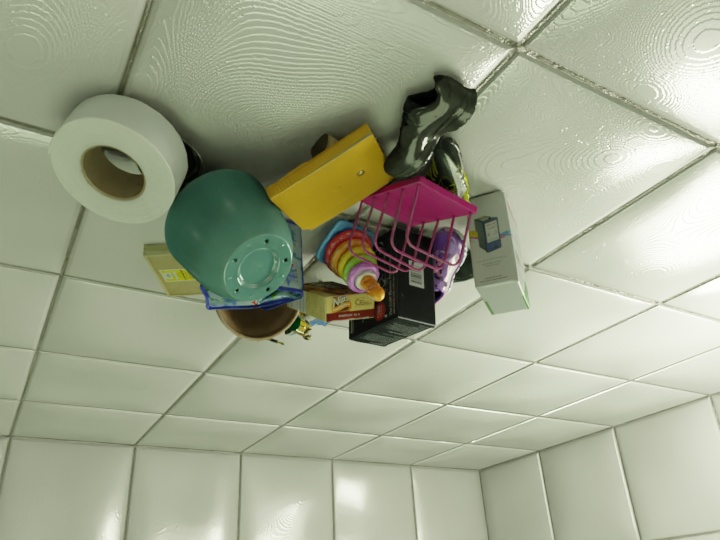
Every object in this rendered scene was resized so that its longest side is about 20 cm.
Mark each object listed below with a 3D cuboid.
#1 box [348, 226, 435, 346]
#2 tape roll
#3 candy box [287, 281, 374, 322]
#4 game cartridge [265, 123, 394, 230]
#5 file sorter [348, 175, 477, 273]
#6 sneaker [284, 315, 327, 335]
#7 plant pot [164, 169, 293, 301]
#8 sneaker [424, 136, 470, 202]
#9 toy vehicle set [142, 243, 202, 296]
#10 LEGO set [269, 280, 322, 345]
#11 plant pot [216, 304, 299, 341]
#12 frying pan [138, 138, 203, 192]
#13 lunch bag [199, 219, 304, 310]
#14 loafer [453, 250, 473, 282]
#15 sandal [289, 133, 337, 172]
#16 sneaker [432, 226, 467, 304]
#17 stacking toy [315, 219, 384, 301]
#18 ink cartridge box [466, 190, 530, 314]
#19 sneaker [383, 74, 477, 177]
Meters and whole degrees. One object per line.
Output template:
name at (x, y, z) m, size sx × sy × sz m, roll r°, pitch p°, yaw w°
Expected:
box at (0.063, 0.041, 1.363) m, size 0.103 × 0.203 × 0.182 m, roll 14°, pitch 152°, yaw -31°
tape roll at (-0.382, -0.174, 1.011) m, size 0.199 × 0.071 × 0.204 m, roll 5°, pitch 135°, yaw 5°
candy box at (-0.067, 0.063, 1.348) m, size 0.114 × 0.056 × 0.199 m, roll -3°, pitch -173°, yaw -29°
game cartridge at (-0.046, -0.153, 1.095) m, size 0.198 × 0.033 × 0.176 m, roll -30°, pitch 158°, yaw 6°
file sorter at (0.088, -0.073, 1.172) m, size 0.138 × 0.127 × 0.199 m, roll 23°, pitch 165°, yaw -29°
sneaker at (-0.124, 0.123, 1.639) m, size 0.089 × 0.080 × 0.199 m, roll 24°, pitch 141°, yaw -37°
plant pot at (-0.206, -0.043, 1.065) m, size 0.199 × 0.161 × 0.203 m, roll -23°, pitch 134°, yaw -25°
sneaker at (0.149, -0.163, 1.150) m, size 0.083 × 0.075 × 0.200 m, roll -11°, pitch 151°, yaw 14°
toy vehicle set at (-0.401, 0.001, 1.437) m, size 0.122 × 0.027 × 0.201 m, roll -3°, pitch 151°, yaw -2°
LEGO set at (-0.169, 0.108, 1.535) m, size 0.198 × 0.156 × 0.116 m, roll -16°, pitch 150°, yaw 29°
plant pot at (-0.236, 0.050, 1.426) m, size 0.198 × 0.204 × 0.092 m, roll 11°, pitch -177°, yaw -25°
frying pan at (-0.288, -0.166, 1.081) m, size 0.188 × 0.031 × 0.115 m, roll 27°, pitch 130°, yaw -22°
lunch bag at (-0.214, -0.018, 1.273) m, size 0.197 × 0.172 × 0.128 m, roll -3°, pitch 152°, yaw -4°
loafer at (0.213, -0.002, 1.477) m, size 0.198 × 0.073 × 0.063 m, roll -17°, pitch 169°, yaw 36°
sandal at (-0.087, -0.154, 1.137) m, size 0.069 × 0.078 × 0.211 m, roll 21°, pitch 138°, yaw -29°
sneaker at (0.173, -0.001, 1.382) m, size 0.080 × 0.089 × 0.202 m, roll 24°, pitch 132°, yaw 16°
stacking toy at (0.000, 0.000, 1.276) m, size 0.115 × 0.201 × 0.110 m, roll 22°, pitch 113°, yaw -38°
ink cartridge box at (0.275, -0.034, 1.271) m, size 0.086 × 0.203 × 0.145 m, roll -11°, pitch 152°, yaw 21°
sneaker at (0.094, -0.235, 1.022) m, size 0.090 × 0.077 × 0.200 m, roll 25°, pitch 127°, yaw -28°
